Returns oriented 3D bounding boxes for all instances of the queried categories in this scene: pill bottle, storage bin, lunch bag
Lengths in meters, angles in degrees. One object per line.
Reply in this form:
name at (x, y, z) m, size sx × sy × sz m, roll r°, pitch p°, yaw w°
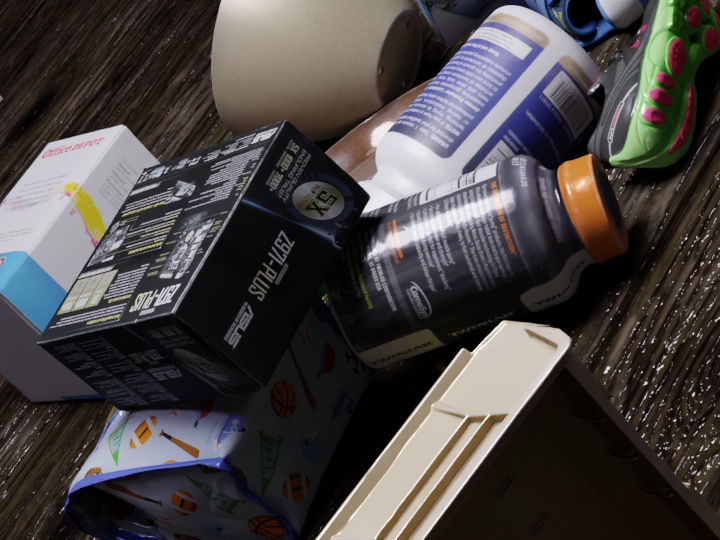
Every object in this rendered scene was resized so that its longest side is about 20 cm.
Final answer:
pill bottle at (0.083, -0.089, 1.598) m, size 0.200 × 0.116 × 0.116 m, roll -48°, pitch 25°, yaw -12°
storage bin at (0.093, 0.162, 1.077) m, size 0.199 × 0.200 × 0.094 m, roll -51°, pitch 23°, yaw -17°
lunch bag at (-0.109, 0.115, 1.558) m, size 0.199 × 0.124 × 0.171 m, roll -10°, pitch 41°, yaw 39°
pill bottle at (0.080, -0.013, 1.470) m, size 0.199 × 0.107 × 0.107 m, roll -20°, pitch 30°, yaw 16°

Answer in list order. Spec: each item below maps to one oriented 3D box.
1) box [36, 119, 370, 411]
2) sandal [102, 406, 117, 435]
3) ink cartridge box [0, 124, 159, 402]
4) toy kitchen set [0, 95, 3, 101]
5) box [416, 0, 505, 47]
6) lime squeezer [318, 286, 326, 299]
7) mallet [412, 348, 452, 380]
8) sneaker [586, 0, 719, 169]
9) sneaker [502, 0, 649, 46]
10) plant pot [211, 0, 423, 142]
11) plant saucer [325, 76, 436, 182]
box at (-0.109, 0.001, 1.477) m, size 0.199 × 0.086 × 0.164 m, roll -13°, pitch 42°, yaw 54°
sandal at (-0.152, 0.099, 1.719) m, size 0.080 × 0.054 × 0.201 m, roll -8°, pitch 56°, yaw 31°
ink cartridge box at (-0.256, -0.005, 1.944) m, size 0.146 × 0.146 × 0.201 m, roll -7°, pitch 43°, yaw 53°
toy kitchen set at (-0.579, -0.232, 2.765) m, size 0.163 × 0.181 × 0.200 m, roll -43°, pitch 28°, yaw -2°
box at (0.125, -0.293, 1.817) m, size 0.199 × 0.137 × 0.038 m, roll -36°, pitch 56°, yaw -1°
lime squeezer at (0.000, 0.000, 1.695) m, size 0.199 × 0.038 × 0.071 m, roll -36°, pitch 56°, yaw 14°
mallet at (0.058, 0.084, 1.459) m, size 0.066 × 0.041 × 0.200 m, roll -43°, pitch 20°, yaw -9°
sneaker at (0.206, -0.150, 1.557) m, size 0.083 × 0.077 × 0.201 m, roll -17°, pitch 34°, yaw 38°
sneaker at (0.168, -0.227, 1.746) m, size 0.083 × 0.074 × 0.199 m, roll -55°, pitch 25°, yaw -19°
plant pot at (-0.024, -0.198, 1.890) m, size 0.134 × 0.201 × 0.201 m, roll 17°, pitch 56°, yaw 23°
plant saucer at (0.025, -0.095, 1.763) m, size 0.199 × 0.035 × 0.200 m, roll -33°, pitch 15°, yaw 10°
